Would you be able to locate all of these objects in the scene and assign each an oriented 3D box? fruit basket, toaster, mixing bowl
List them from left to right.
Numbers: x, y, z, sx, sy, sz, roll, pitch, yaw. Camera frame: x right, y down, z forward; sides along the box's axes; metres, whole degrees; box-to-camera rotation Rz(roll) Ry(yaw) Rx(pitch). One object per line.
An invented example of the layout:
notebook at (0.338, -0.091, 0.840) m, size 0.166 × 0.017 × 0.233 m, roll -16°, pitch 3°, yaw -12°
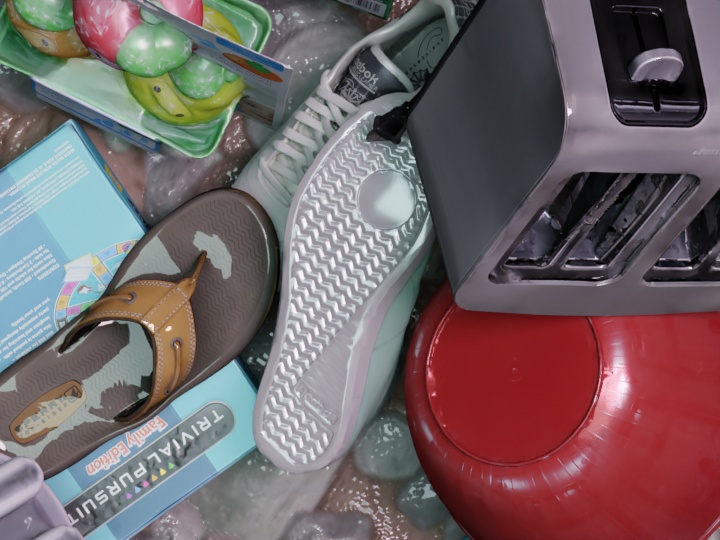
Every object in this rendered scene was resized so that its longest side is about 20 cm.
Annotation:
fruit basket at (-0.122, -0.120, 1.349) m, size 0.184 × 0.200 × 0.094 m, roll 26°, pitch 90°, yaw -2°
mixing bowl at (0.098, 0.057, 1.354) m, size 0.199 × 0.108 × 0.202 m, roll -5°, pitch 78°, yaw 25°
toaster at (0.127, -0.067, 1.248) m, size 0.180 × 0.200 × 0.119 m, roll 1°, pitch 60°, yaw -23°

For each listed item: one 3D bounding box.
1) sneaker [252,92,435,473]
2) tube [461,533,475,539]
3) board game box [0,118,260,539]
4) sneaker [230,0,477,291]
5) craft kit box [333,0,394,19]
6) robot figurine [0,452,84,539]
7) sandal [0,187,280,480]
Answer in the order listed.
sneaker at (0.000, 0.000, 1.390) m, size 0.073 × 0.118 × 0.201 m, roll 21°, pitch 100°, yaw 8°
tube at (0.061, 0.183, 1.435) m, size 0.077 × 0.050 × 0.200 m, roll 38°, pitch 96°, yaw 1°
board game box at (-0.157, 0.045, 1.427) m, size 0.151 × 0.047 × 0.201 m, roll -35°, pitch 91°, yaw 1°
sneaker at (-0.012, -0.071, 1.397) m, size 0.200 × 0.080 × 0.076 m, roll -45°, pitch 70°, yaw 5°
craft kit box at (-0.046, -0.257, 1.401) m, size 0.199 × 0.049 × 0.199 m, roll 18°, pitch 72°, yaw -1°
robot figurine at (-0.220, 0.162, 1.371) m, size 0.113 × 0.200 × 0.170 m, roll -25°, pitch 83°, yaw -42°
sandal at (-0.123, 0.038, 1.376) m, size 0.200 × 0.055 × 0.082 m, roll -36°, pitch 90°, yaw 1°
